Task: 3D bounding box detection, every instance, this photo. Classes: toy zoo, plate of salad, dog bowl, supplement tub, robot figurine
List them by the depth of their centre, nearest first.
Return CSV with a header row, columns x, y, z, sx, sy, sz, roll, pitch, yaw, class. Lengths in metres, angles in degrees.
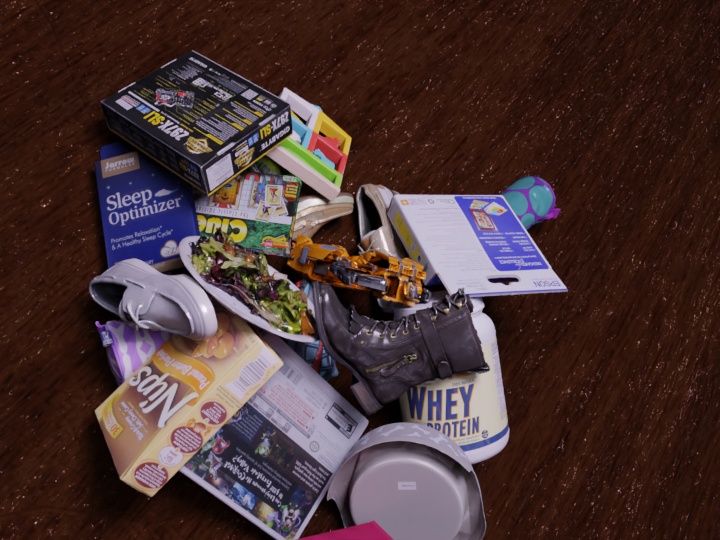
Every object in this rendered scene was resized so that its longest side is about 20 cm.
x,y,z,sx,sy,sz,roll,pitch,yaw,class
-0.118,0.011,0.783,0.197,0.201,0.049,33,104,-11,plate of salad
0.057,0.279,0.829,0.198,0.202,0.059,36,21,-7,dog bowl
0.000,0.000,0.880,0.143,0.197,0.060,13,90,-46,robot figurine
0.116,0.138,0.897,0.141,0.144,0.207,-12,96,-28,supplement tub
-0.075,-0.194,0.983,0.130,0.020,0.202,34,33,-17,toy zoo

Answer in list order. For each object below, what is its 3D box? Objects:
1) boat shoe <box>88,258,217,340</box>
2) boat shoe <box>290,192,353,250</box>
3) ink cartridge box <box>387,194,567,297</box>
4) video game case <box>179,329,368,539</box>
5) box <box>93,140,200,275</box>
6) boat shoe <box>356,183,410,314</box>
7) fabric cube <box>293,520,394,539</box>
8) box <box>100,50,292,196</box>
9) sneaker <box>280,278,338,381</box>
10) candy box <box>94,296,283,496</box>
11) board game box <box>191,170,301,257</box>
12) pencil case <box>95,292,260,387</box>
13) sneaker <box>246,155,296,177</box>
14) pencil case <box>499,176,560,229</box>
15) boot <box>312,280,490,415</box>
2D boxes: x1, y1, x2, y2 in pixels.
x,y,z,sx,sy,sz,roll,pitch,yaw,class
-0.233,0.035,0.740,0.197,0.074,0.068,24,37,37,boat shoe
-0.096,-0.058,0.954,0.194,0.071,0.079,-15,89,-18,boat shoe
0.158,-0.028,0.938,0.192,0.048,0.203,-1,48,-26,ink cartridge box
-0.099,0.204,0.809,0.200,0.023,0.184,46,68,-29,video game case
-0.274,-0.088,0.867,0.117,0.033,0.206,-14,73,-1,box
0.028,-0.033,0.986,0.067,0.074,0.205,16,53,-36,boat shoe
-0.031,0.409,0.693,0.193,0.199,0.204,-1,94,-25,fabric cube
-0.208,-0.197,0.866,0.197,0.050,0.160,31,57,24,box
-0.074,0.116,0.897,0.093,0.079,0.207,17,71,-31,sneaker
-0.191,0.130,0.747,0.200,0.115,0.056,-44,133,-7,candy box
-0.181,-0.083,0.889,0.193,0.024,0.108,7,76,5,board game box
-0.221,0.075,0.833,0.195,0.085,0.086,-16,54,-30,pencil case
-0.166,-0.176,0.948,0.197,0.085,0.079,31,61,-10,sneaker
0.236,-0.074,1.096,0.092,0.086,0.199,39,57,21,pencil case
0.049,0.065,0.783,0.170,0.070,0.203,-26,116,9,boot
